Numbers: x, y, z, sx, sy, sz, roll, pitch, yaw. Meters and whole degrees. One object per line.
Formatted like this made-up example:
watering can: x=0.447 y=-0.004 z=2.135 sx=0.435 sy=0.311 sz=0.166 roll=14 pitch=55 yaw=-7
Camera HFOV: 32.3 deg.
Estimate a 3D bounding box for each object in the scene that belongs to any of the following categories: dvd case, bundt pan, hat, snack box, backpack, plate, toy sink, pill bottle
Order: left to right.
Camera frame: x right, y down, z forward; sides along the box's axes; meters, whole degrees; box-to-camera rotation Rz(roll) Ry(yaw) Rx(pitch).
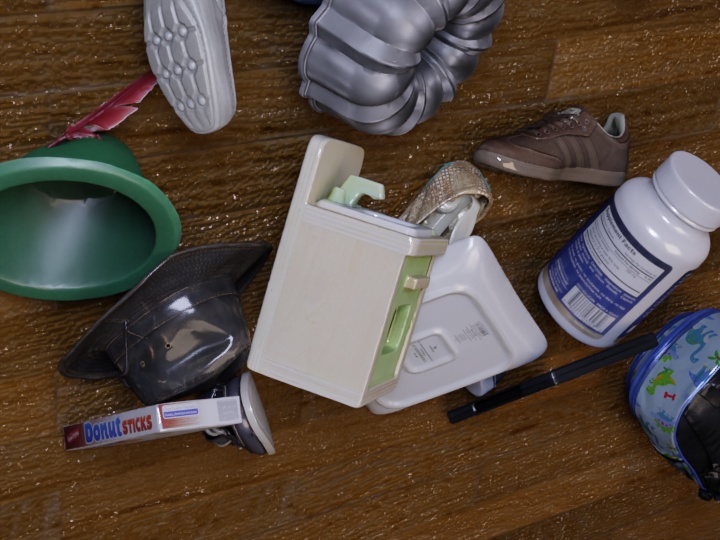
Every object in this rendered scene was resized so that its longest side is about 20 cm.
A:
hat: x=-0.216 y=-0.094 z=0.962 sx=0.199 sy=0.177 sz=0.166 roll=-1 pitch=144 yaw=-10
snack box: x=-0.175 y=0.127 z=1.020 sx=0.072 sy=0.200 sz=0.024 roll=-3 pitch=81 yaw=-35
hat: x=-0.140 y=0.060 z=1.005 sx=0.200 sy=0.081 sz=0.201 roll=-30 pitch=164 yaw=-10
toy sink: x=0.000 y=0.000 z=1.053 sx=0.130 sy=0.111 sz=0.201 roll=-3 pitch=110 yaw=-75
bundt pan: x=0.044 y=-0.190 z=0.994 sx=0.202 sy=0.076 sz=0.202 roll=-42 pitch=159 yaw=-20
plate: x=0.060 y=0.066 z=1.180 sx=0.199 sy=0.032 sz=0.200 roll=-22 pitch=137 yaw=15
dvd case: x=0.195 y=0.114 z=1.288 sx=0.142 sy=0.200 sz=0.018 roll=-17 pitch=81 yaw=-31
pill bottle: x=0.279 y=-0.023 z=1.253 sx=0.111 sy=0.111 sz=0.200 roll=7 pitch=136 yaw=-38
backpack: x=0.402 y=0.139 z=1.460 sx=0.183 sy=0.147 sz=0.200 roll=-46 pitch=137 yaw=-1

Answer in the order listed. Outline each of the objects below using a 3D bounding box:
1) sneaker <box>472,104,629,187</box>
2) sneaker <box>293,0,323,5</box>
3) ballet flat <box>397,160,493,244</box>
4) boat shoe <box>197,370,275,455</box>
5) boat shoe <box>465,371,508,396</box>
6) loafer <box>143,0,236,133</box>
sneaker: x=0.187 y=-0.126 z=1.211 sx=0.199 sy=0.070 sz=0.076 roll=1 pitch=99 yaw=-42
sneaker: x=-0.017 y=-0.301 z=0.945 sx=0.146 sy=0.080 sz=0.201 roll=-2 pitch=113 yaw=-47
ballet flat: x=0.050 y=-0.016 z=1.167 sx=0.200 sy=0.065 sz=0.070 roll=-51 pitch=135 yaw=3
boat shoe: x=-0.113 y=0.132 z=1.080 sx=0.062 sy=0.200 sz=0.073 roll=-17 pitch=85 yaw=-7
boat shoe: x=0.125 y=0.044 z=1.255 sx=0.068 sy=0.072 sz=0.201 roll=-32 pitch=135 yaw=-17
loafer: x=-0.122 y=-0.200 z=0.893 sx=0.070 sy=0.070 sz=0.201 roll=-22 pitch=104 yaw=-46
